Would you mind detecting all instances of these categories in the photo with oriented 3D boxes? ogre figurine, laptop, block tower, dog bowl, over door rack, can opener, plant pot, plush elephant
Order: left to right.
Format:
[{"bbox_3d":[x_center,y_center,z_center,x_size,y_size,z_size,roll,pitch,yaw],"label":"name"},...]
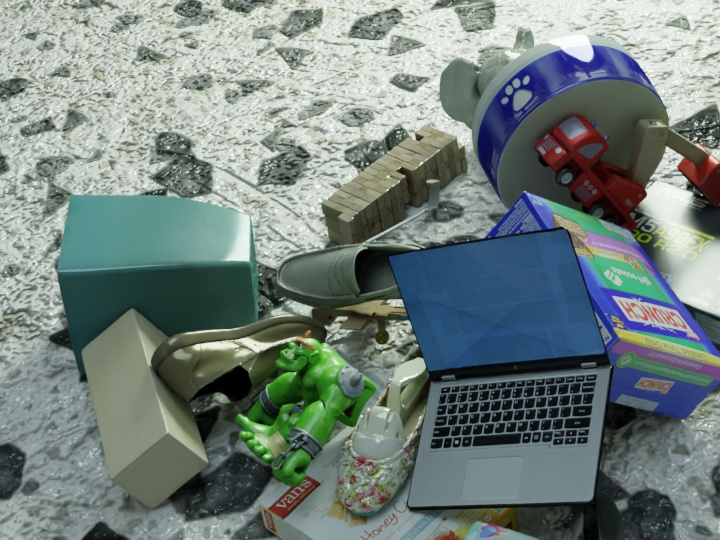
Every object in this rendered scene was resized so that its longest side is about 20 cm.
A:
[{"bbox_3d":[-0.211,0.009,1.591,0.197,0.143,0.142,-3,38,-1],"label":"plant pot"},{"bbox_3d":[-0.053,0.128,1.386,0.098,0.200,0.120,42,87,4],"label":"ogre figurine"},{"bbox_3d":[0.038,-0.097,1.712,0.057,0.054,0.200,24,50,38],"label":"block tower"},{"bbox_3d":[0.102,-0.025,1.607,0.146,0.067,0.200,12,31,25],"label":"over door rack"},{"bbox_3d":[0.108,0.089,1.264,0.186,0.116,0.202,-8,55,36],"label":"laptop"},{"bbox_3d":[0.184,-0.208,1.725,0.163,0.156,0.201,6,41,22],"label":"plush elephant"},{"bbox_3d":[0.222,-0.144,1.554,0.198,0.201,0.079,-17,45,-6],"label":"dog bowl"},{"bbox_3d":[0.198,0.183,1.339,0.066,0.053,0.201,22,40,-13],"label":"can opener"}]

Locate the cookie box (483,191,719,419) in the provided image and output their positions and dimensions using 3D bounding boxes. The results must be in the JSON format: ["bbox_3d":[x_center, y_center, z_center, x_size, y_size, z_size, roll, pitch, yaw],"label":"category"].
[{"bbox_3d":[0.230,0.034,1.388,0.170,0.075,0.201,16,34,-40],"label":"cookie box"}]

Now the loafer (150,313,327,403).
[{"bbox_3d":[-0.116,0.095,1.484,0.198,0.076,0.068,-9,65,-33],"label":"loafer"}]

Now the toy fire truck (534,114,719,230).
[{"bbox_3d":[0.283,-0.107,1.516,0.141,0.200,0.049,-42,38,8],"label":"toy fire truck"}]

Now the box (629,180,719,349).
[{"bbox_3d":[0.346,-0.008,1.526,0.199,0.045,0.160,25,52,38],"label":"box"}]

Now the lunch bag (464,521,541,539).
[{"bbox_3d":[0.128,0.317,1.128,0.169,0.123,0.201,15,54,27],"label":"lunch bag"}]

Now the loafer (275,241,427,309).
[{"bbox_3d":[0.000,0.000,1.504,0.198,0.070,0.071,-4,69,22],"label":"loafer"}]

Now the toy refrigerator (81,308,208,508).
[{"bbox_3d":[-0.217,0.136,1.471,0.076,0.070,0.201,-39,38,9],"label":"toy refrigerator"}]

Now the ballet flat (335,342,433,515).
[{"bbox_3d":[0.028,0.137,1.360,0.075,0.064,0.201,9,39,21],"label":"ballet flat"}]

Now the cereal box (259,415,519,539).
[{"bbox_3d":[0.024,0.222,1.333,0.199,0.040,0.144,25,50,38],"label":"cereal box"}]

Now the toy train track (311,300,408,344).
[{"bbox_3d":[0.046,0.056,1.527,0.198,0.033,0.115,2,20,18],"label":"toy train track"}]
